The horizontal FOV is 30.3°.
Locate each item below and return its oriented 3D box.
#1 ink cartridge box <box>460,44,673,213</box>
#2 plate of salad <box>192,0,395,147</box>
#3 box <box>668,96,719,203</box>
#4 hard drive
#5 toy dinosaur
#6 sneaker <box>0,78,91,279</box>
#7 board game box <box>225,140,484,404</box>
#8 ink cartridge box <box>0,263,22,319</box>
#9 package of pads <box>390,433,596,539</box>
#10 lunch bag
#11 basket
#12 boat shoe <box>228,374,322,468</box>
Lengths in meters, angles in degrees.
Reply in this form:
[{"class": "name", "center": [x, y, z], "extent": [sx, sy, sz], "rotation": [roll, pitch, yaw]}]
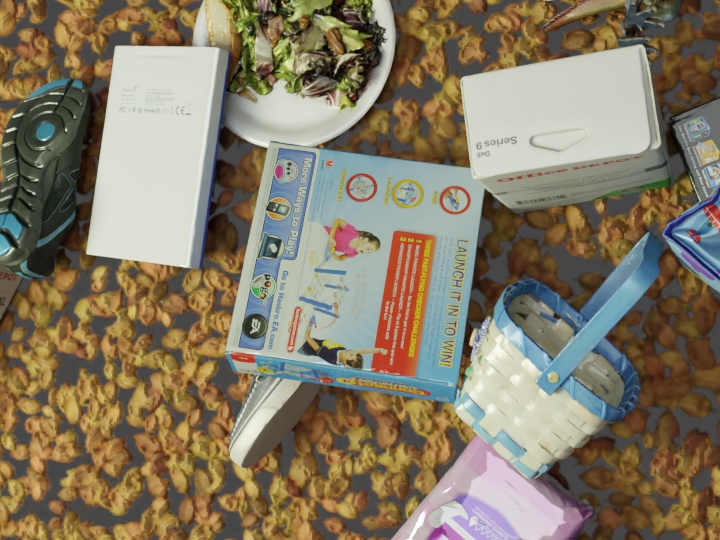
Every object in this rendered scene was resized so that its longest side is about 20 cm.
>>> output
[{"class": "ink cartridge box", "center": [0.172, -0.109, 1.077], "extent": [0.145, 0.200, 0.085], "rotation": [-9, 83, 14]}, {"class": "plate of salad", "center": [-0.066, -0.213, 1.229], "extent": [0.198, 0.048, 0.202], "rotation": [-1, 85, 15]}, {"class": "box", "center": [0.365, -0.063, 1.102], "extent": [0.159, 0.044, 0.201], "rotation": [-21, 81, 14]}, {"class": "hard drive", "center": [-0.190, -0.108, 1.247], "extent": [0.131, 0.025, 0.202], "rotation": [7, 88, 33]}, {"class": "toy dinosaur", "center": [0.272, -0.276, 1.125], "extent": [0.199, 0.105, 0.182], "rotation": [20, 71, 28]}, {"class": "sneaker", "center": [-0.304, -0.089, 1.276], "extent": [0.073, 0.082, 0.201], "rotation": [9, 69, 23]}, {"class": "board game box", "center": [0.000, 0.000, 1.143], "extent": [0.194, 0.056, 0.201], "rotation": [8, 68, 5]}, {"class": "ink cartridge box", "center": [-0.424, 0.022, 1.266], "extent": [0.125, 0.128, 0.201], "rotation": [30, 95, 15]}, {"class": "package of pads", "center": [0.095, 0.241, 1.139], "extent": [0.120, 0.076, 0.200], "rotation": [40, 97, 17]}, {"class": "lunch bag", "center": [0.331, 0.021, 1.005], "extent": [0.094, 0.150, 0.200], "rotation": [-42, 76, 9]}, {"class": "basket", "center": [0.173, 0.058, 1.079], "extent": [0.139, 0.176, 0.200], "rotation": [45, 106, 5]}, {"class": "boat shoe", "center": [-0.077, 0.073, 1.204], "extent": [0.092, 0.075, 0.201], "rotation": [34, 86, 19]}]
